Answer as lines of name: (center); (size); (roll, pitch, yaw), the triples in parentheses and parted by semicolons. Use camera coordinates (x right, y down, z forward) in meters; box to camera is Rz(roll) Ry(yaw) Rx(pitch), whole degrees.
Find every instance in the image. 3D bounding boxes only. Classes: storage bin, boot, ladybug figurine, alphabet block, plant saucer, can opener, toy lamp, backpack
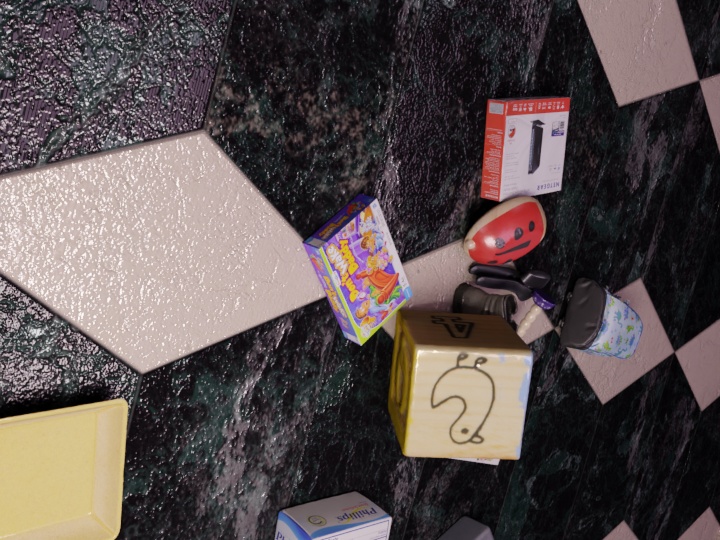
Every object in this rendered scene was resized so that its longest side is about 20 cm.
storage bin: (0.214, 0.622, 1.580); (0.198, 0.144, 0.137); (-30, 112, -32)
boot: (0.233, 0.130, 1.433); (0.067, 0.129, 0.205); (-17, 115, -37)
ladybug figurine: (0.277, -0.067, 1.426); (0.197, 0.072, 0.137); (-22, 143, -29)
alphabet block: (0.161, 0.189, 1.293); (0.195, 0.197, 0.200); (2, 103, -7)
plant saucer: (-0.397, 0.261, 0.949); (0.197, 0.048, 0.205); (-3, 106, -42)
can opener: (0.286, 0.014, 1.499); (0.197, 0.064, 0.079); (8, 124, -35)
toy lamp: (0.311, 0.132, 1.524); (0.058, 0.058, 0.202); (13, 114, -43)
backpack: (0.554, 0.126, 1.738); (0.199, 0.151, 0.166); (33, 74, -56)

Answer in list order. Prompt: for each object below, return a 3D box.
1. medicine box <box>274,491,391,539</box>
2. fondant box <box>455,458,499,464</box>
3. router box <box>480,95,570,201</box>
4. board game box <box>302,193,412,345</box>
medicine box: (-0.056, 0.508, 1.307); (0.180, 0.102, 0.205); (1, 102, -43)
fondant box: (0.230, 0.306, 1.538); (0.198, 0.058, 0.147); (21, 89, -43)
router box: (0.315, -0.235, 1.448); (0.197, 0.048, 0.184); (-14, 112, -39)
board game box: (0.000, 0.000, 1.235); (0.134, 0.044, 0.202); (-42, 128, -25)
